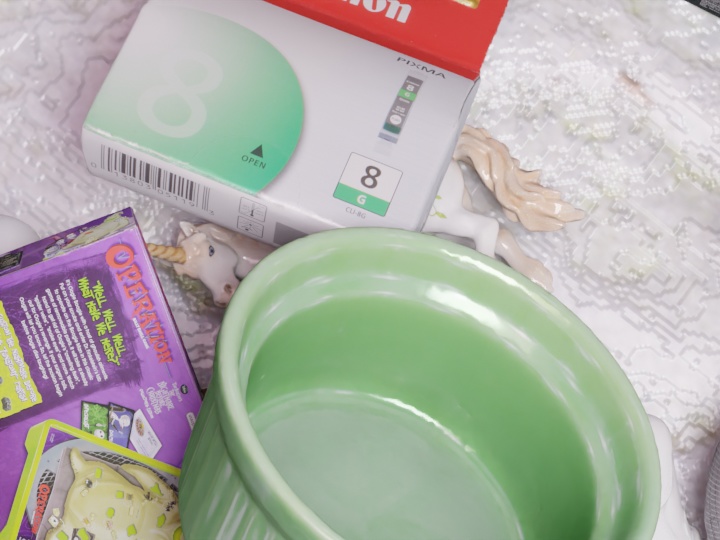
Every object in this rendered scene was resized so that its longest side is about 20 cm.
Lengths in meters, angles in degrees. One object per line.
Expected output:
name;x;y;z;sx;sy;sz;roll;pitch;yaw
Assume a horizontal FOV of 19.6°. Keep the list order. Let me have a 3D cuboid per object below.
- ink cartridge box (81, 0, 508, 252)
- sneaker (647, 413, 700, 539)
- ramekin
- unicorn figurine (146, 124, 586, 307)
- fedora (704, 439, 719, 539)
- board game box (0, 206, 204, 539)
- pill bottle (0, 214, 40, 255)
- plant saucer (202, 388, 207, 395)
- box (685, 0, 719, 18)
ink cartridge box;-0.022;-0.106;0.995;0.160;0.050;0.201;21;64;4
sneaker;0.151;0.166;0.991;0.098;0.078;0.202;-2;90;-9
ramekin;0.019;0.087;0.882;0.198;0.098;0.201;16;42;-15
unicorn figurine;0.000;0.000;1.012;0.199;0.074;0.138;-34;74;-20
fedora;0.260;0.116;0.972;0.198;0.090;0.178;-21;62;-3
board game box;-0.123;0.082;0.929;0.119;0.032;0.201;-18;115;-1
pill bottle;-0.210;0.027;0.972;0.198;0.116;0.117;8;82;-3
plant saucer;-0.056;0.154;1.001;0.198;0.034;0.202;0;82;-2
box;0.200;-0.215;1.032;0.199;0.086;0.165;28;83;3
